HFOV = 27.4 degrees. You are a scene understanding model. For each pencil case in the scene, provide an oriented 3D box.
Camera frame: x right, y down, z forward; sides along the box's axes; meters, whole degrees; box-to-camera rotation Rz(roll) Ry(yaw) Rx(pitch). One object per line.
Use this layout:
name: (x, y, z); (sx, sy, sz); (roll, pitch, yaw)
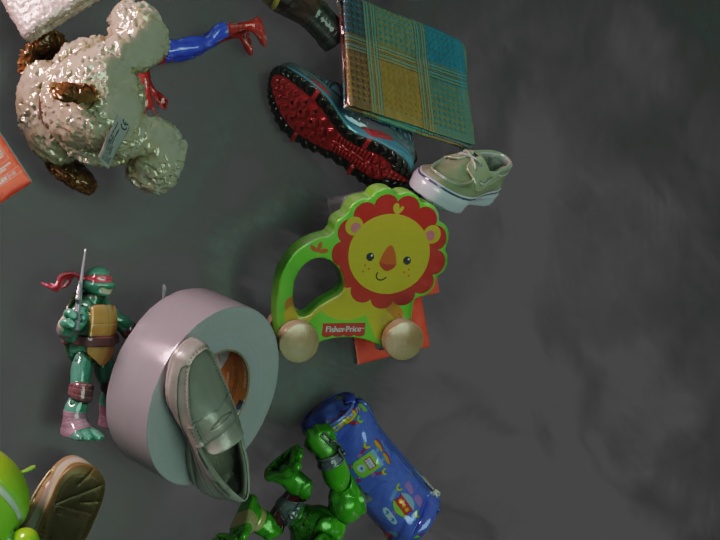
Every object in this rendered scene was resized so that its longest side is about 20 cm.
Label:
pencil case: (0.017, 0.230, 1.714); (0.087, 0.078, 0.201); (-35, 109, 7)

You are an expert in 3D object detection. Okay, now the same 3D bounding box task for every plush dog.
plush dog: (-0.287, -0.165, 1.501); (0.160, 0.171, 0.202); (-12, 92, -46)

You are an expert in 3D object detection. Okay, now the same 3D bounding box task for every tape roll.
tape roll: (-0.176, 0.123, 1.568); (0.200, 0.066, 0.202); (-32, 133, -42)

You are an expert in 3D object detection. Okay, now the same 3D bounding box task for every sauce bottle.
sauce bottle: (-0.093, -0.330, 1.659); (0.200, 0.066, 0.066); (44, 72, -19)

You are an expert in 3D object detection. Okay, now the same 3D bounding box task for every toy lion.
toy lion: (0.000, 0.000, 1.645); (0.198, 0.069, 0.194); (-1, 106, -19)

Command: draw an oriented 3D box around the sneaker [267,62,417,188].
sneaker: (-0.021, -0.175, 1.706); (0.199, 0.079, 0.096); (38, 38, -11)

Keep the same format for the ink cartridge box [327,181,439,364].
ink cartridge box: (0.033, 0.003, 1.736); (0.108, 0.050, 0.202); (-12, 95, -27)

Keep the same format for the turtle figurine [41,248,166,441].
turtle figurine: (-0.269, 0.072, 1.550); (0.149, 0.100, 0.202); (-3, 101, -42)

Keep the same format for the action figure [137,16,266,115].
action figure: (-0.196, -0.214, 1.605); (0.198, 0.065, 0.100); (-11, 87, -27)

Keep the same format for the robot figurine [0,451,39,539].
robot figurine: (-0.405, 0.256, 1.455); (0.174, 0.116, 0.201); (22, 51, 9)

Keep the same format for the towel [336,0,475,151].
towel: (0.053, -0.229, 1.716); (0.199, 0.022, 0.148); (13, 65, -40)

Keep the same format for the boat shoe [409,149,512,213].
boat shoe: (0.118, -0.113, 1.724); (0.072, 0.200, 0.062); (37, 109, 17)

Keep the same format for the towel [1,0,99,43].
towel: (-0.290, -0.336, 1.510); (0.199, 0.034, 0.133); (-33, 75, -1)

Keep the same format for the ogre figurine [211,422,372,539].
ogre figurine: (-0.070, 0.277, 1.658); (0.120, 0.098, 0.201); (38, 76, -23)

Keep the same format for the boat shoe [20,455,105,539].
boat shoe: (-0.329, 0.287, 1.541); (0.074, 0.066, 0.201); (29, 90, -25)

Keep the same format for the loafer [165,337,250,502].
loafer: (-0.149, 0.155, 1.502); (0.070, 0.069, 0.201); (-42, 139, -33)

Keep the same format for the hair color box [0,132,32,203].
hair color box: (-0.417, -0.155, 1.471); (0.061, 0.101, 0.201); (-37, 106, -22)
